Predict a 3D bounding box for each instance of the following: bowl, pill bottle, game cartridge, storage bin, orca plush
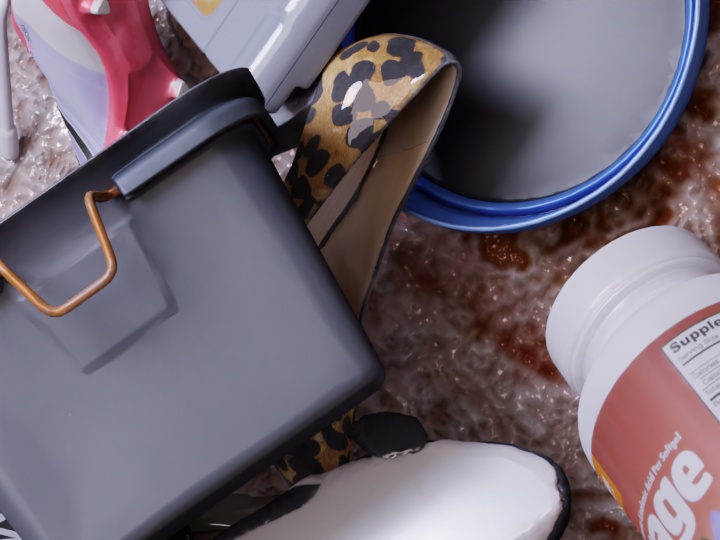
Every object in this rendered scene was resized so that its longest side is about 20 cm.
[{"bbox_3d":[0.067,-0.117,0.964,0.199,0.039,0.203,-2,85,25],"label":"bowl"},{"bbox_3d":[0.158,0.075,0.844,0.112,0.112,0.200,-49,46,15],"label":"pill bottle"},{"bbox_3d":[-0.047,-0.174,0.978,0.134,0.041,0.200,-57,39,15],"label":"game cartridge"},{"bbox_3d":[-0.088,0.032,0.853,0.199,0.146,0.135,-35,83,-1],"label":"storage bin"},{"bbox_3d":[0.002,0.134,0.910,0.199,0.071,0.106,-32,62,4],"label":"orca plush"}]

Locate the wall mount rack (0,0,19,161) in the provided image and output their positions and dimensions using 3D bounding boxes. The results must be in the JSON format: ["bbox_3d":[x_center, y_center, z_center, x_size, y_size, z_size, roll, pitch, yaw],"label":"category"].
[{"bbox_3d":[-0.214,-0.161,1.071,0.199,0.074,0.175,24,98,18],"label":"wall mount rack"}]

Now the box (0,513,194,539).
[{"bbox_3d":[-0.138,0.181,0.987,0.159,0.044,0.202,-7,109,30],"label":"box"}]

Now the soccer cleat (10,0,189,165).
[{"bbox_3d":[-0.126,-0.094,1.005,0.076,0.067,0.201,23,138,39],"label":"soccer cleat"}]

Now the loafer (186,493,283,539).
[{"bbox_3d":[-0.058,0.139,0.993,0.198,0.072,0.064,-7,91,22],"label":"loafer"}]

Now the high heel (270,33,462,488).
[{"bbox_3d":[0.000,0.000,0.927,0.142,0.071,0.202,-21,73,37],"label":"high heel"}]
